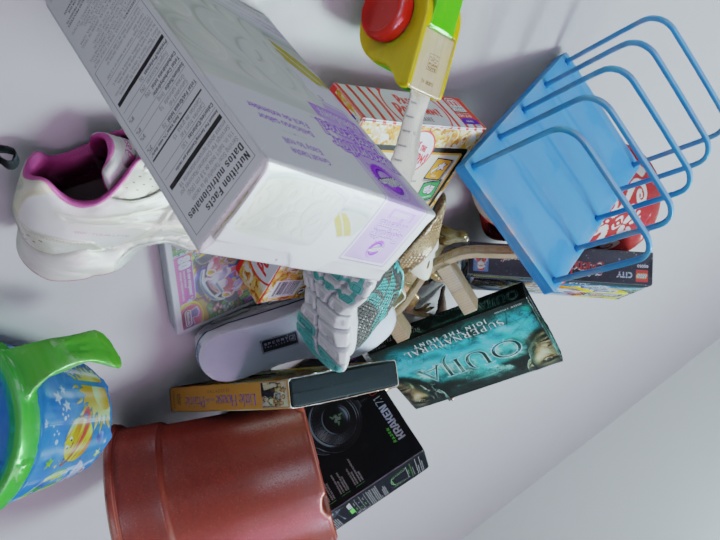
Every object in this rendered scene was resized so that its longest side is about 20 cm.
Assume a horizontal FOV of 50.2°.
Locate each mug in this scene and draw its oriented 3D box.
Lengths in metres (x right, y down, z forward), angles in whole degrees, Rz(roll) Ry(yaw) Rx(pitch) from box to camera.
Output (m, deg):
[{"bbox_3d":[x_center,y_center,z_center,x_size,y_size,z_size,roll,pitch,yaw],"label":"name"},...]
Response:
[{"bbox_3d":[0.209,-0.072,0.838,0.199,0.134,0.178,5,130,-47],"label":"mug"}]

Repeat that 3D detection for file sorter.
[{"bbox_3d":[0.208,-0.104,0.661,0.122,0.139,0.200,-19,-156,53],"label":"file sorter"}]

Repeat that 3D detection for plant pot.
[{"bbox_3d":[-0.134,0.229,0.782,0.194,0.202,0.201,-15,149,-6],"label":"plant pot"}]

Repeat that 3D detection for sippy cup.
[{"bbox_3d":[-0.269,0.118,0.599,0.177,0.141,0.130,-3,173,20],"label":"sippy cup"}]

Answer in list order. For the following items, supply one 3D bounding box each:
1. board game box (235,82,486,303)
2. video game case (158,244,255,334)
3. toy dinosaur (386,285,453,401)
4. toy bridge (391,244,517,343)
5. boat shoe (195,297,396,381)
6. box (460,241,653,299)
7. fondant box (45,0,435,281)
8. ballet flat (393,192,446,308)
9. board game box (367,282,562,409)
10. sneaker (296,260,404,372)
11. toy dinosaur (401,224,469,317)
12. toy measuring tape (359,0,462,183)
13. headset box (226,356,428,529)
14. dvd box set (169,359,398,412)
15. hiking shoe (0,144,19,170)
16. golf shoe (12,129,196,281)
[{"bbox_3d":[-0.001,-0.061,0.665,0.151,0.046,0.200,-6,140,-44],"label":"board game box"},{"bbox_3d":[-0.083,-0.023,0.699,0.199,0.018,0.144,-24,149,-23],"label":"video game case"},{"bbox_3d":[0.069,0.118,1.021,0.135,0.086,0.201,-8,136,-31],"label":"toy dinosaur"},{"bbox_3d":[0.102,0.014,0.818,0.199,0.067,0.027,-25,-159,23],"label":"toy bridge"},{"bbox_3d":[-0.066,0.052,0.760,0.199,0.065,0.074,-8,112,-17],"label":"boat shoe"},{"bbox_3d":[0.219,0.002,0.893,0.198,0.038,0.137,4,171,4],"label":"box"},{"bbox_3d":[-0.066,-0.089,0.425,0.058,0.200,0.144,-47,151,21],"label":"fondant box"},{"bbox_3d":[0.033,-0.002,0.801,0.065,0.071,0.200,34,120,-22],"label":"ballet flat"},{"bbox_3d":[0.126,0.096,0.918,0.199,0.028,0.135,-22,132,20],"label":"board game box"},{"bbox_3d":[0.000,0.000,0.651,0.091,0.078,0.200,-36,159,-32],"label":"sneaker"},{"bbox_3d":[0.048,0.010,0.878,0.200,0.058,0.101,-38,136,21],"label":"toy dinosaur"},{"bbox_3d":[0.024,-0.137,0.548,0.073,0.073,0.201,10,96,-54],"label":"toy measuring tape"},{"bbox_3d":[-0.048,0.211,0.928,0.199,0.175,0.093,-31,152,-7],"label":"headset box"},{"bbox_3d":[-0.081,0.119,0.787,0.146,0.030,0.199,-4,174,-45],"label":"dvd box set"},{"bbox_3d":[-0.279,-0.043,0.376,0.199,0.087,0.075,-31,152,-10],"label":"hiking shoe"},{"bbox_3d":[-0.137,-0.059,0.530,0.199,0.075,0.092,-22,146,-27],"label":"golf shoe"}]
